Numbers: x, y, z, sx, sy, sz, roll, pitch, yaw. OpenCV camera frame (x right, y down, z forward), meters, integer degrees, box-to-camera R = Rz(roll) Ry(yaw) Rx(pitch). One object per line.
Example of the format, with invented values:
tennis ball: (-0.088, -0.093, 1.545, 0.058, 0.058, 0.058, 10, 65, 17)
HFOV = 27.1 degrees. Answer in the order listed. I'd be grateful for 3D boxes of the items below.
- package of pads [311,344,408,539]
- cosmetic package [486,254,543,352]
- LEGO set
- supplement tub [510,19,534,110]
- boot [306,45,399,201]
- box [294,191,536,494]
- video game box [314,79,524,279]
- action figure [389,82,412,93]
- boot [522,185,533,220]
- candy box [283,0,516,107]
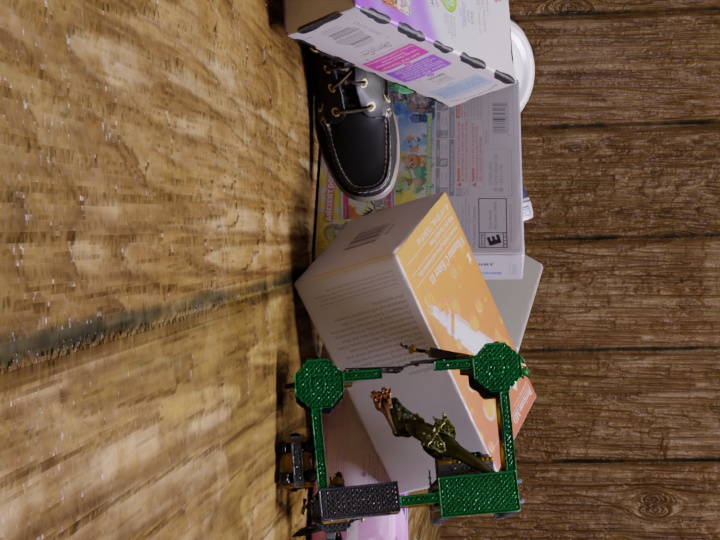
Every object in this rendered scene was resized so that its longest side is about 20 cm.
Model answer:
package of pads: (0.002, 0.169, 1.287, 0.121, 0.075, 0.201, 78, 12, -61)
cosmetic package: (0.113, 0.055, 1.438, 0.104, 0.073, 0.200, -62, 180, 25)
LEGO set: (0.036, 0.130, 1.118, 0.116, 0.199, 0.155, 98, -21, -77)
supplement tub: (0.085, -0.217, 1.621, 0.200, 0.122, 0.123, 12, -73, 57)
boot: (-0.011, -0.168, 1.241, 0.151, 0.073, 0.201, 64, 21, -79)
box: (0.049, 0.059, 1.215, 0.201, 0.097, 0.124, 64, 30, -16)
video game box: (0.054, -0.082, 1.342, 0.047, 0.181, 0.201, 87, 5, -56)
action figure: (0.064, -0.252, 1.316, 0.118, 0.054, 0.201, -28, 137, -84)
boot: (0.105, -0.078, 1.507, 0.200, 0.072, 0.091, -18, -90, 63)
candy box: (0.030, -0.236, 1.148, 0.200, 0.071, 0.169, 16, 64, -47)
